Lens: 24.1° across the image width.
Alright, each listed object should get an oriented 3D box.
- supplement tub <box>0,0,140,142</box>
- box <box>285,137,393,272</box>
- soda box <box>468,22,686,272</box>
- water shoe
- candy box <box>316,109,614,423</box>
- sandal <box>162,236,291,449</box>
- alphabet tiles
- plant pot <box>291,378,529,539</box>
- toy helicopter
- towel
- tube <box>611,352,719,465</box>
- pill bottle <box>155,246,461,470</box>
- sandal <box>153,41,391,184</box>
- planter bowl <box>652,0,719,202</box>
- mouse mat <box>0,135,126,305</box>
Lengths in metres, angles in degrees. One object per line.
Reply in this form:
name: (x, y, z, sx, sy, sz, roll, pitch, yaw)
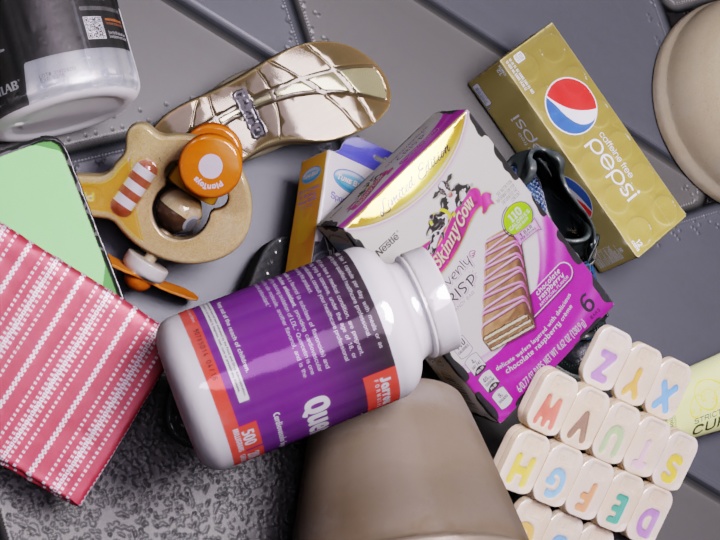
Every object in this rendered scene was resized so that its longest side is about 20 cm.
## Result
supplement tub: (-0.242, -0.205, 1.227, 0.122, 0.122, 0.201, -13, 84, -25)
box: (0.000, 0.000, 1.307, 0.119, 0.041, 0.201, 23, 62, -33)
soda box: (0.182, -0.101, 1.414, 0.068, 0.064, 0.200, -37, 94, -26)
water shoe: (0.161, -0.002, 1.373, 0.071, 0.079, 0.201, -22, 87, -25)
candy box: (0.082, -0.004, 1.280, 0.136, 0.061, 0.200, -44, 107, -14)
sandal: (-0.089, 0.061, 1.276, 0.075, 0.048, 0.201, 42, 52, -14)
alphabet tiles: (0.188, 0.148, 1.328, 0.199, 0.015, 0.197, 26, 91, -38)
plant pot: (0.030, 0.181, 1.231, 0.199, 0.200, 0.175, 3, 60, -22)
toy helicopter: (-0.180, -0.045, 1.246, 0.199, 0.079, 0.133, 4, 102, -5)
towel: (-0.246, 0.055, 1.185, 0.199, 0.022, 0.145, 33, 80, -10)
tube: (0.277, 0.111, 1.414, 0.199, 0.058, 0.052, -15, 50, -29)
pill bottle: (-0.035, 0.055, 1.172, 0.199, 0.112, 0.113, -21, 86, -8)
sandal: (-0.074, -0.122, 1.321, 0.199, 0.054, 0.081, -23, 93, -11)
planter bowl: (0.376, -0.162, 1.471, 0.199, 0.135, 0.202, 5, 77, -22)
mouse mat: (-0.278, 0.009, 1.194, 0.199, 0.008, 0.162, -21, 92, -12)
